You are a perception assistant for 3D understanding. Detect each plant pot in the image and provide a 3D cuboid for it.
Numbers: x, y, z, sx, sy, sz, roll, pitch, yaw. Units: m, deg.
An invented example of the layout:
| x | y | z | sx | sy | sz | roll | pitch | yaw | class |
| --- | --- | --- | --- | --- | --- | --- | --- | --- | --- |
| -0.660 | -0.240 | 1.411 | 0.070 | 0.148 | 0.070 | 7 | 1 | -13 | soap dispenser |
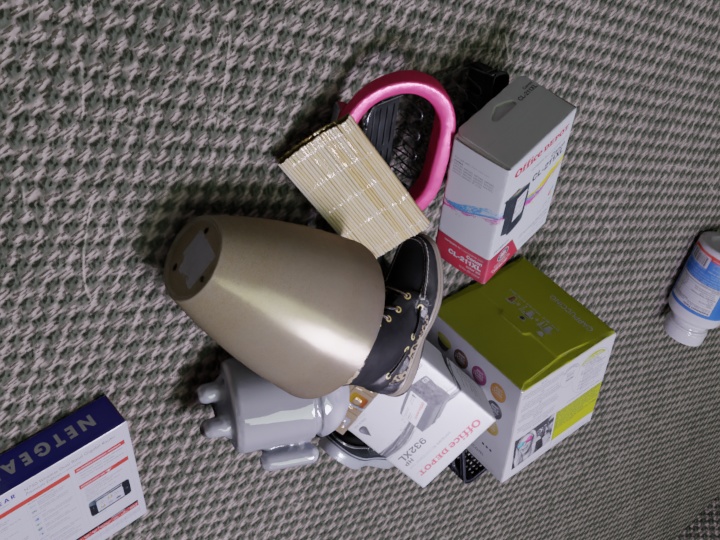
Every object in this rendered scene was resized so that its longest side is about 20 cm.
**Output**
| x | y | z | sx | sy | sz | roll | pitch | yaw | class |
| --- | --- | --- | --- | --- | --- | --- | --- | --- | --- |
| -0.106 | 0.019 | 1.242 | 0.199 | 0.187 | 0.188 | 27 | 102 | -42 | plant pot |

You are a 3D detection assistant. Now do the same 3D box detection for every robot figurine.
| x | y | z | sx | sy | sz | roll | pitch | yaw | class |
| --- | --- | --- | --- | --- | --- | --- | --- | --- | --- |
| -0.098 | 0.151 | 1.388 | 0.197 | 0.172 | 0.113 | -9 | 177 | -14 | robot figurine |

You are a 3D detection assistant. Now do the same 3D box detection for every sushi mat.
| x | y | z | sx | sy | sz | roll | pitch | yaw | class |
| --- | --- | --- | --- | --- | --- | --- | --- | --- | --- |
| -0.004 | -0.087 | 1.299 | 0.095 | 0.012 | 0.200 | -32 | 134 | 10 | sushi mat |

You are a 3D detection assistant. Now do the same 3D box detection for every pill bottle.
| x | y | z | sx | sy | sz | roll | pitch | yaw | class |
| --- | --- | --- | --- | --- | --- | --- | --- | --- | --- |
| 0.650 | 0.038 | 2.183 | 0.111 | 0.112 | 0.202 | -12 | 133 | -42 | pill bottle |

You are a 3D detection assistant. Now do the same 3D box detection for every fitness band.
| x | y | z | sx | sy | sz | roll | pitch | yaw | class |
| --- | --- | --- | --- | --- | --- | --- | --- | --- | --- |
| 0.032 | -0.134 | 1.301 | 0.141 | 0.038 | 0.202 | -1 | 131 | -16 | fitness band |

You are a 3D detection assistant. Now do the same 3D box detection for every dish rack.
| x | y | z | sx | sy | sz | roll | pitch | yaw | class |
| --- | --- | --- | --- | --- | --- | --- | --- | --- | --- |
| 0.080 | -0.158 | 1.372 | 0.198 | 0.054 | 0.155 | -25 | 139 | -32 | dish rack |

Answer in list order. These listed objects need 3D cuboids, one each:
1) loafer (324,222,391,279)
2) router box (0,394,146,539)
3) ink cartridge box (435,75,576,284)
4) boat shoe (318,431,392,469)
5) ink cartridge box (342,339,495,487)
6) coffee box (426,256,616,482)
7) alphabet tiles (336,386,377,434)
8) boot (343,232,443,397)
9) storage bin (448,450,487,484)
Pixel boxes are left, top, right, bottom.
| x | y | z | sx | sy | sz | roll | pitch | yaw | class |
| --- | --- | --- | --- | --- | --- | --- | --- | --- | --- |
| 0.000 | 0.000 | 1.428 | 0.200 | 0.062 | 0.073 | 46 | 57 | -48 | loafer |
| -0.344 | 0.258 | 1.294 | 0.199 | 0.049 | 0.181 | -30 | 142 | -27 | router box |
| 0.170 | -0.106 | 1.382 | 0.146 | 0.082 | 0.201 | -42 | 155 | -31 | ink cartridge box |
| 0.004 | 0.248 | 1.684 | 0.057 | 0.068 | 0.199 | -57 | 153 | 6 | boat shoe |
| 0.061 | 0.173 | 1.551 | 0.145 | 0.084 | 0.200 | -44 | 116 | 12 | ink cartridge box |
| 0.224 | 0.140 | 1.705 | 0.198 | 0.199 | 0.200 | -26 | 140 | -30 | coffee box |
| -0.044 | 0.119 | 1.455 | 0.166 | 0.008 | 0.200 | 35 | 105 | -23 | alphabet tiles |
| 0.021 | 0.051 | 1.360 | 0.150 | 0.073 | 0.203 | 7 | 101 | -54 | boot |
| 0.209 | 0.230 | 1.875 | 0.199 | 0.094 | 0.136 | -34 | 144 | -20 | storage bin |
